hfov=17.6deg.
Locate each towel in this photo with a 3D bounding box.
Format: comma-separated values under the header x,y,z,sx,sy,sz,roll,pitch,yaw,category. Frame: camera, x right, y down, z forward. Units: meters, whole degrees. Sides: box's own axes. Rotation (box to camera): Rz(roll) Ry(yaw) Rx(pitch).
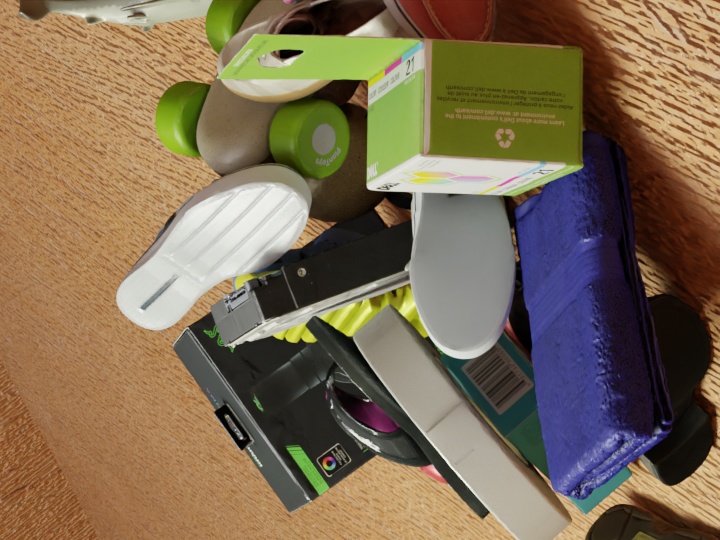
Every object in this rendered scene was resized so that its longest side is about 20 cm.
x,y,z,sx,sy,sz,roll,pitch,yaw,category
0.144,0.030,1.446,0.148,0.049,0.201,120,147,-67,towel

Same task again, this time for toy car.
x,y,z,sx,sy,sz,roll,pitch,yaw,category
-0.017,-0.101,1.699,0.164,0.158,0.200,13,161,48,toy car

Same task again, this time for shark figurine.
x,y,z,sx,sy,sz,roll,pitch,yaw,category
-0.174,-0.239,1.865,0.128,0.214,0.090,24,-115,-68,shark figurine

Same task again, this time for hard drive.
x,y,z,sx,sy,sz,roll,pitch,yaw,category
0.000,0.000,1.666,0.038,0.199,0.140,69,162,4,hard drive

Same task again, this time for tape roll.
x,y,z,sx,sy,sz,roll,pitch,yaw,category
0.071,0.109,1.620,0.203,0.037,0.203,50,-178,-2,tape roll

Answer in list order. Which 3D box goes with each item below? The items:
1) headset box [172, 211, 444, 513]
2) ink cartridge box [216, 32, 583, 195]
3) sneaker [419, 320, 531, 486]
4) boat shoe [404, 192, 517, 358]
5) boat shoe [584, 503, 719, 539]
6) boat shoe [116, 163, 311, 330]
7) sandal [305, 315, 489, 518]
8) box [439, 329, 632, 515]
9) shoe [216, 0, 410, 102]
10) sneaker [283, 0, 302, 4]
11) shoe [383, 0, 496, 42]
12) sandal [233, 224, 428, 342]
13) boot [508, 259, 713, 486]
x,y,z,sx,sy,sz,roll,pitch,yaw,category
-0.033,0.076,1.895,0.174,0.200,0.093,55,163,2,headset box
0.020,-0.094,1.424,0.148,0.199,0.076,158,113,-76,ink cartridge box
0.090,0.098,1.754,0.071,0.112,0.200,44,159,31,sneaker
0.064,-0.032,1.567,0.086,0.074,0.203,62,-162,-70,boat shoe
0.243,0.231,1.695,0.076,0.072,0.200,47,175,-26,boat shoe
-0.103,-0.032,1.632,0.072,0.071,0.200,39,134,-21,boat shoe
0.022,0.115,1.663,0.200,0.048,0.075,48,-176,-20,sandal
0.128,0.106,1.659,0.082,0.049,0.200,50,-177,30,box
-0.023,-0.160,1.551,0.199,0.070,0.053,-8,148,37,shoe
-0.014,-0.236,1.509,0.200,0.079,0.096,-12,92,67,sneaker
0.046,-0.208,1.378,0.091,0.071,0.201,36,150,60,shoe
-0.018,0.005,1.805,0.079,0.199,0.087,-44,54,38,sandal
0.155,0.047,1.566,0.174,0.069,0.200,43,160,35,boot
